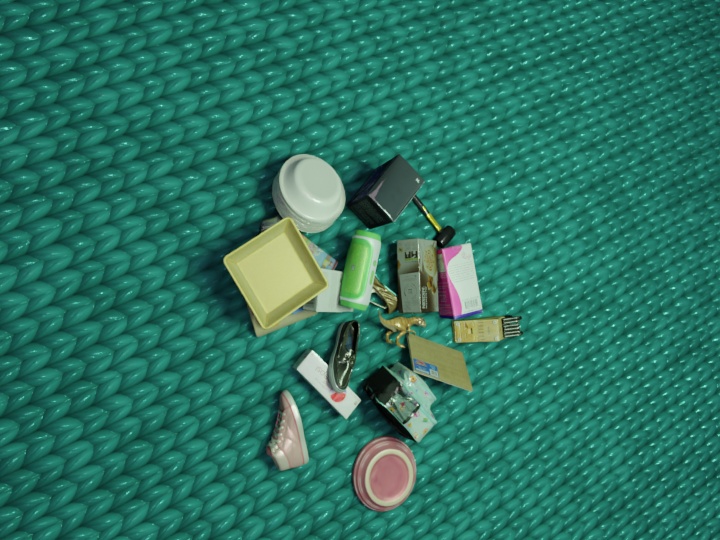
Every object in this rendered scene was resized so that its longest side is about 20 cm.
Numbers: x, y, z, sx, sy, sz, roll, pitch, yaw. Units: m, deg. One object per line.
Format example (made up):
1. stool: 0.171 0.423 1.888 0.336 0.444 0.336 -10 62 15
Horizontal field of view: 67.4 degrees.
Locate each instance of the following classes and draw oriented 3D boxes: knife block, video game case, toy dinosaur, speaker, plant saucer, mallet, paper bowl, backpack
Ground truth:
1. knife block: 0.396 0.177 1.661 0.194 0.174 0.067 -6 87 26
2. video game case: -0.161 -0.010 1.450 0.199 0.017 0.146 37 76 -36
3. toy dinosaur: 0.099 0.158 1.532 0.195 0.060 0.110 5 102 -39
4. speaker: 0.000 0.000 1.453 0.086 0.088 0.207 13 86 -18
5. plant saucer: -0.207 0.006 1.330 0.197 0.048 0.204 -33 97 -15
6. plant saucer: 0.074 0.578 1.526 0.194 0.051 0.209 1 88 -19
7. mallet: 0.214 -0.169 1.620 0.065 0.041 0.203 -34 95 -16
8. paper bowl: -0.129 -0.214 1.430 0.195 0.104 0.207 13 61 -25
9. backpack: 0.123 0.364 1.489 0.152 0.175 0.203 -37 103 -12

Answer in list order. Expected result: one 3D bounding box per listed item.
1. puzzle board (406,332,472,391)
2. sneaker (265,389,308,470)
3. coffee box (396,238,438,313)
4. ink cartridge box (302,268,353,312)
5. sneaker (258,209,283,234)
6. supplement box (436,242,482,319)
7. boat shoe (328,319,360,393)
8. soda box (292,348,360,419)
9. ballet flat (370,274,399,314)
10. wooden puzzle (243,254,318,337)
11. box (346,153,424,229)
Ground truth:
1. puzzle board: 0.225 0.266 1.559 0.195 0.153 0.018 21 122 -17
2. sneaker: -0.206 0.428 1.420 0.102 0.075 0.207 -14 96 -24
3. coffee box: 0.164 0.017 1.544 0.113 0.078 0.208 3 85 -53
4. ink cartridge box: -0.079 0.055 1.464 0.198 0.049 0.113 10 86 -62
5. sneaker: -0.250 -0.085 1.441 0.081 0.074 0.201 42 69 -3
6. supplement box: 0.280 0.031 1.597 0.098 0.103 0.208 -10 92 -18
7. boat shoe: -0.040 0.227 1.459 0.067 0.056 0.206 26 55 -28
8. soda box: -0.092 0.309 1.473 0.068 0.063 0.200 -46 101 -16
9. ballet flat: 0.036 0.049 1.536 0.072 0.068 0.200 -45 107 -5
10. wooden puzzle: -0.205 0.069 1.403 0.180 0.046 0.206 -20 122 -17
11. box: 0.065 -0.211 1.481 0.104 0.199 0.149 42 76 -12
